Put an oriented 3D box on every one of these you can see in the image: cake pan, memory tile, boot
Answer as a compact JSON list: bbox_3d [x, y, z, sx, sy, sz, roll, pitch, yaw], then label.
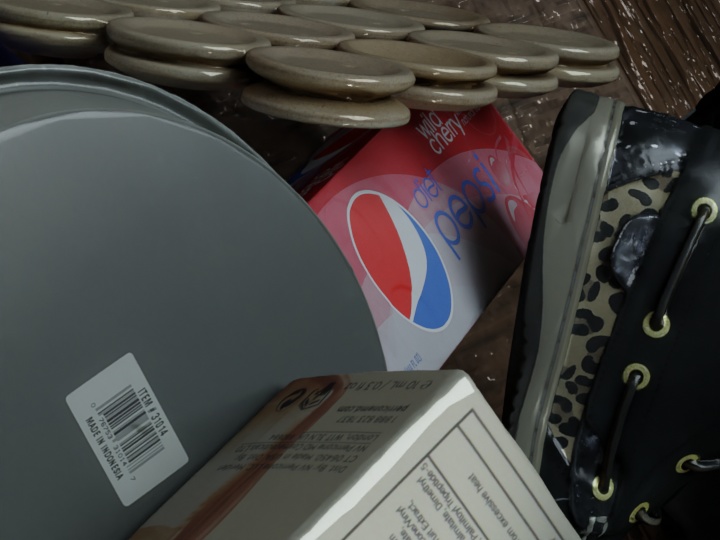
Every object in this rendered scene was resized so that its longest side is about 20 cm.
[{"bbox_3d":[-0.071,0.045,0.771,0.199,0.037,0.202,2,86,-33],"label":"cake pan"},{"bbox_3d":[-0.015,-0.072,0.931,0.200,0.152,0.017,-13,114,-61],"label":"memory tile"},{"bbox_3d":[0.121,0.053,0.930,0.073,0.153,0.205,-43,141,-83],"label":"boot"}]

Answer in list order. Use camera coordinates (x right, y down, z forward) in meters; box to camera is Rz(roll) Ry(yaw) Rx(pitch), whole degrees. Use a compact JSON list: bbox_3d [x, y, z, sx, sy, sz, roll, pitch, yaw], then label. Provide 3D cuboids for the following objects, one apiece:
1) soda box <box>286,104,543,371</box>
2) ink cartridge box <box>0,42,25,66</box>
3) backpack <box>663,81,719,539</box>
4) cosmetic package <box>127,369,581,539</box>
[{"bbox_3d":[0.000,0.000,0.939,0.070,0.063,0.200,53,28,-6],"label":"soda box"},{"bbox_3d":[-0.143,-0.036,0.825,0.199,0.041,0.201,40,38,-24],"label":"ink cartridge box"},{"bbox_3d":[0.174,0.001,1.080,0.151,0.177,0.201,43,26,-26],"label":"backpack"},{"bbox_3d":[-0.034,0.125,0.716,0.200,0.087,0.104,-42,109,-28],"label":"cosmetic package"}]
